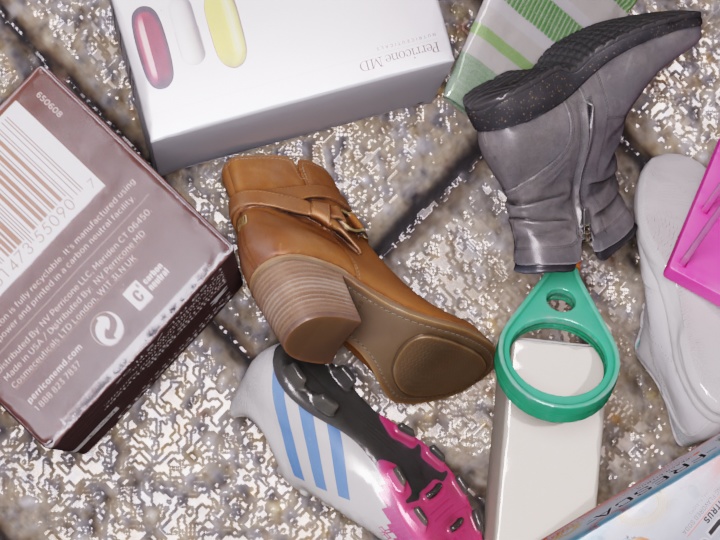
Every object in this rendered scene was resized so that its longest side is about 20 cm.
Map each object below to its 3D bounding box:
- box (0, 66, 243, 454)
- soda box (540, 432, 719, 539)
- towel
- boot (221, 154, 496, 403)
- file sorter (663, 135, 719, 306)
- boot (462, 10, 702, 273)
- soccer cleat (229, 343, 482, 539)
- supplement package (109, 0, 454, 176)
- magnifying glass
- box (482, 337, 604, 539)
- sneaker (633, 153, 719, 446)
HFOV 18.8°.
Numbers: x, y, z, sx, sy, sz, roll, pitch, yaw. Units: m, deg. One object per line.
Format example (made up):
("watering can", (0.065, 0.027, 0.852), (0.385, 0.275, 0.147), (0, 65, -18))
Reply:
("box", (-0.187, 0.001, 1.364), (0.164, 0.200, 0.166), (42, 85, 3))
("soda box", (0.198, 0.160, 1.357), (0.199, 0.068, 0.064), (-31, 92, -4))
("towel", (0.131, -0.178, 1.444), (0.023, 0.152, 0.201), (17, 82, 39))
("boot", (0.000, 0.000, 1.436), (0.074, 0.199, 0.155), (-44, 48, 23))
("file sorter", (0.309, -0.068, 1.404), (0.138, 0.126, 0.201), (27, 58, 0))
("boot", (0.157, -0.085, 1.417), (0.199, 0.070, 0.132), (-28, 107, -27))
("soccer cleat", (-0.003, 0.132, 1.435), (0.200, 0.086, 0.070), (48, 39, -2))
("supplement package", (-0.054, -0.148, 1.411), (0.199, 0.156, 0.112), (-16, 86, -5))
("magnifying glass", (0.131, 0.016, 1.417), (0.079, 0.022, 0.201), (9, 46, -1))
("box", (0.119, 0.148, 1.431), (0.068, 0.082, 0.202), (6, 85, -2))
("sneaker", (0.209, 0.020, 1.455), (0.075, 0.089, 0.201), (6, 60, -18))
